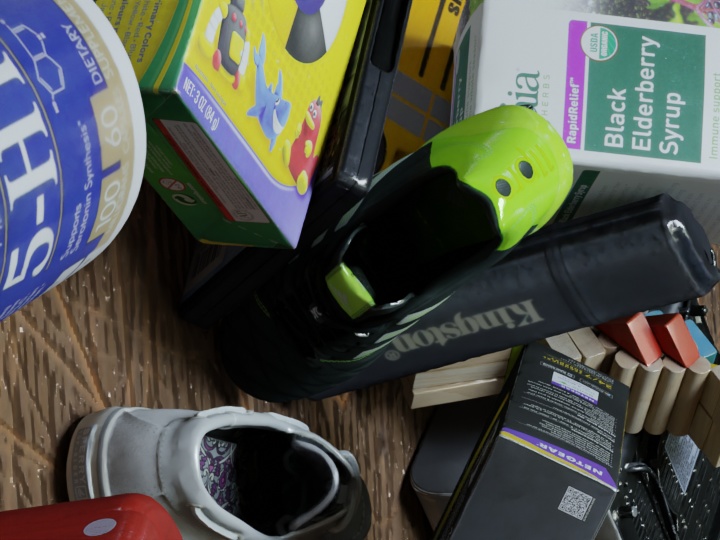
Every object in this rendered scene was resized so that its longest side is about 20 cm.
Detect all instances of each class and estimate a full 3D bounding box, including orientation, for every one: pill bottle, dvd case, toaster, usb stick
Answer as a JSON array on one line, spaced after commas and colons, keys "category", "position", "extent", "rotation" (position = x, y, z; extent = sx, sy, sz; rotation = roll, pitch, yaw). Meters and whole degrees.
[{"category": "pill bottle", "position": [-0.161, -0.021, 0.781], "extent": [0.200, 0.119, 0.120], "rotation": [-40, 120, -57]}, {"category": "dvd case", "position": [-0.017, -0.087, 1.058], "extent": [0.017, 0.143, 0.201], "rotation": [25, 57, -19]}, {"category": "toaster", "position": [0.123, 0.113, 1.292], "extent": [0.181, 0.118, 0.200], "rotation": [66, 34, -33]}, {"category": "usb stick", "position": [0.051, 0.013, 1.087], "extent": [0.055, 0.199, 0.033], "rotation": [50, 33, -45]}]

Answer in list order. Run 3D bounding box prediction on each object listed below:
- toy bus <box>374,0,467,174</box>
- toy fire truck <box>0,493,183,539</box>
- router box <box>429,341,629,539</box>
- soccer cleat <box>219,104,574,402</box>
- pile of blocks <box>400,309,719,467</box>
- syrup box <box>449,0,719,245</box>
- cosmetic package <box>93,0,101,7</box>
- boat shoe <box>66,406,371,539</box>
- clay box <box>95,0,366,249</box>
[{"category": "toy bus", "position": [0.016, -0.096, 1.142], "extent": [0.078, 0.065, 0.201], "rotation": [29, 63, -28]}, {"category": "toy fire truck", "position": [-0.070, 0.149, 0.945], "extent": [0.200, 0.128, 0.177], "rotation": [-73, 151, -65]}, {"category": "router box", "position": [0.043, 0.141, 1.056], "extent": [0.157, 0.052, 0.201], "rotation": [-58, 173, -75]}, {"category": "soccer cleat", "position": [0.000, 0.000, 1.019], "extent": [0.068, 0.200, 0.081], "rotation": [53, 39, -1]}, {"category": "pile of blocks", "position": [0.108, 0.028, 1.187], "extent": [0.062, 0.199, 0.082], "rotation": [102, 0, -47]}, {"category": "syrup box", "position": [0.137, -0.061, 1.080], "extent": [0.081, 0.199, 0.079], "rotation": [115, -19, -70]}, {"category": "cosmetic package", "position": [-0.100, -0.156, 0.967], "extent": [0.200, 0.073, 0.104], "rotation": [-44, 124, -56]}, {"category": "boat shoe", "position": [-0.038, 0.087, 1.046], "extent": [0.200, 0.068, 0.072], "rotation": [32, 58, -56]}, {"category": "clay box", "position": [-0.037, -0.123, 0.955], "extent": [0.115, 0.047, 0.201], "rotation": [53, 48, -55]}]
